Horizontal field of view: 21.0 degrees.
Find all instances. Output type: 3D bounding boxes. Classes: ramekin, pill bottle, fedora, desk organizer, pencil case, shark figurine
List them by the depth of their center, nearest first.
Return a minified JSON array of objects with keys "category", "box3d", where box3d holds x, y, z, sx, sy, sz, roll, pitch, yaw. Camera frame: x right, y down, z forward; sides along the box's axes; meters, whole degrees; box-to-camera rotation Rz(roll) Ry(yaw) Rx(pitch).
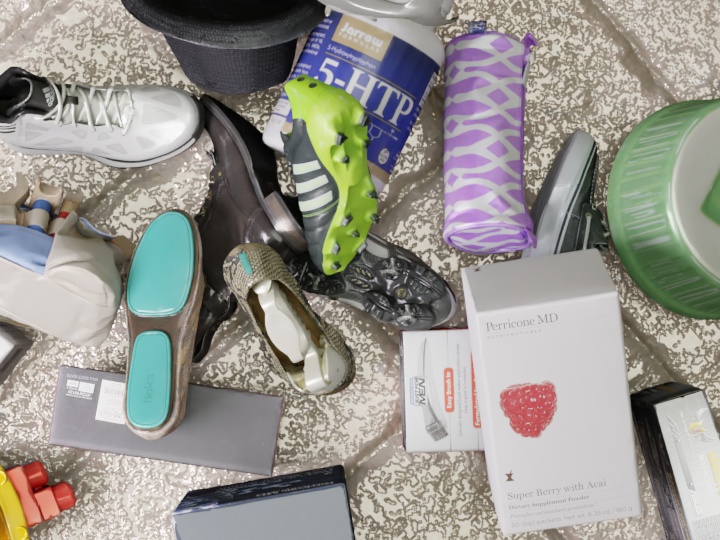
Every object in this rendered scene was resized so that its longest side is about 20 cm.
[{"category":"shark figurine","box3d":[-0.013,-0.260,1.619,0.128,0.214,0.090,-20,127,-22]},{"category":"ramekin","box3d":[0.327,-0.060,1.713,0.199,0.098,0.201,2,83,-19]},{"category":"fedora","box3d":[-0.118,-0.216,1.715,0.200,0.201,0.092,-1,124,-1]},{"category":"pill bottle","box3d":[0.006,-0.179,1.727,0.119,0.120,0.201,25,88,-1]},{"category":"pencil case","box3d":[0.116,-0.115,1.727,0.085,0.084,0.201,-2,75,14]},{"category":"desk organizer","box3d":[-0.171,0.133,1.737,0.199,0.077,0.072,8,88,-1]}]

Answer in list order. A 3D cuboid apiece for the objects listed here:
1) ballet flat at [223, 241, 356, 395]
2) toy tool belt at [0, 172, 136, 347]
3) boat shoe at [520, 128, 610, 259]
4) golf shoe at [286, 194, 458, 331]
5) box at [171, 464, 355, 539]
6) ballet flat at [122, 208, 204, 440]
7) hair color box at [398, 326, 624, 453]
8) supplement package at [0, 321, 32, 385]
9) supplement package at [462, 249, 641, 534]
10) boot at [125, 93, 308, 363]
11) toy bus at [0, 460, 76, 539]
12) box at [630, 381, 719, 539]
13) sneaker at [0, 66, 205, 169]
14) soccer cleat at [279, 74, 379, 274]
[{"category":"ballet flat","box3d":[-0.057,0.061,1.692,0.068,0.075,0.200,-29,128,4]},{"category":"toy tool belt","box3d":[-0.293,-0.022,1.690,0.199,0.123,0.125,24,128,-10]},{"category":"boat shoe","box3d":[0.188,-0.028,1.740,0.071,0.072,0.201,20,72,-5]},{"category":"golf shoe","box3d":[0.000,0.000,1.750,0.200,0.094,0.078,33,97,25]},{"category":"box","box3d":[-0.077,0.238,1.676,0.148,0.200,0.108,-10,89,-2]},{"category":"ballet flat","box3d":[-0.170,0.049,1.679,0.068,0.067,0.201,6,78,14]},{"category":"hair color box","box3d":[0.136,0.104,1.752,0.199,0.064,0.111,-2,90,-3]},{"category":"supplement package","box3d":[-0.409,0.049,1.712,0.200,0.121,0.120,38,88,-1]},{"category":"supplement package","box3d":[0.160,0.100,1.633,0.121,0.120,0.201,-9,108,1]},{"category":"boot","box3d":[-0.144,-0.040,1.742,0.174,0.069,0.200,-38,65,15]},{"category":"toy bus","box3d":[-0.341,0.218,1.678,0.191,0.200,0.136,-19,90,-9]},{"category":"box","box3d":[0.293,0.201,1.705,0.048,0.158,0.201,-16,88,-2]},{"category":"sneaker","box3d":[-0.244,-0.134,1.702,0.200,0.115,0.076,0,84,12]},{"category":"soccer cleat","box3d":[-0.029,-0.081,1.640,0.067,0.200,0.081,-34,55,-29]}]
